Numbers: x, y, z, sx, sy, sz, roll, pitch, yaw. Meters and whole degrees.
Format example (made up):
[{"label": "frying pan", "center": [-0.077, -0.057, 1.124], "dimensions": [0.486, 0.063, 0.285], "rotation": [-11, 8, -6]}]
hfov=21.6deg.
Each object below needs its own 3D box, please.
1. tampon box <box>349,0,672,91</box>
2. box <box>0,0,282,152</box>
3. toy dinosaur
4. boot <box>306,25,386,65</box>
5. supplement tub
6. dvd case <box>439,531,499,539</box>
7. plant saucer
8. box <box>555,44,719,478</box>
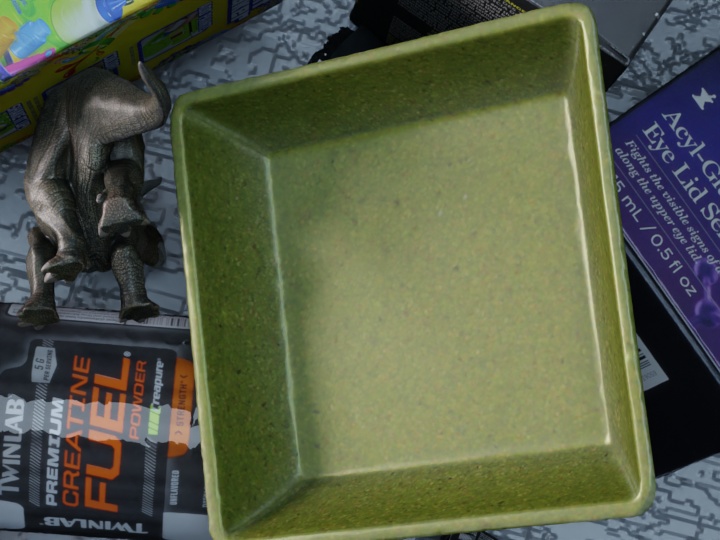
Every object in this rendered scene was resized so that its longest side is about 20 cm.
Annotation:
[{"label": "tampon box", "center": [0.090, -0.163, 0.866], "dimensions": [0.126, 0.200, 0.150], "rotation": [34, 81, 0]}, {"label": "box", "center": [-0.162, -0.175, 0.837], "dimensions": [0.193, 0.122, 0.200], "rotation": [-28, 86, -7]}, {"label": "toy dinosaur", "center": [-0.120, -0.040, 0.821], "dimensions": [0.077, 0.200, 0.102], "rotation": [-10, 60, -8]}, {"label": "boot", "center": [0.000, 0.000, 0.898], "dimensions": [0.168, 0.076, 0.200], "rotation": [35, 74, -3]}, {"label": "supplement tub", "center": [-0.137, 0.069, 0.865], "dimensions": [0.200, 0.107, 0.107], "rotation": [4, 82, -4]}, {"label": "dvd case", "center": [0.078, 0.204, 0.835], "dimensions": [0.146, 0.200, 0.022], "rotation": [31, 119, -1]}, {"label": "plant saucer", "center": [0.024, 0.009, 0.781], "dimensions": [0.200, 0.048, 0.200], "rotation": [-10, 82, 28]}, {"label": "box", "center": [0.174, -0.022, 0.869], "dimensions": [0.200, 0.104, 0.148], "rotation": [-36, 89, -30]}]
